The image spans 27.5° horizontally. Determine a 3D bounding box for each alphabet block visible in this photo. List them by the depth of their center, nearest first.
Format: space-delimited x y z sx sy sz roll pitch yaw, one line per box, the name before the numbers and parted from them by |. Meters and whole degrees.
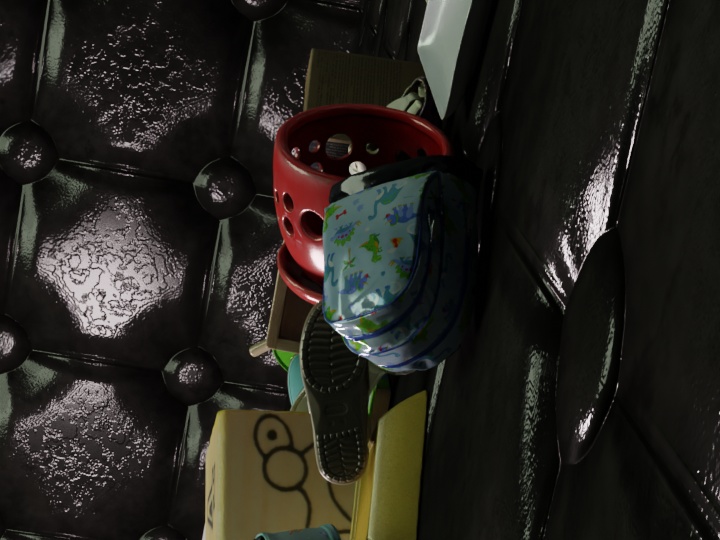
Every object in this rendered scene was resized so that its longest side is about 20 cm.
alphabet block | -0.090 0.296 1.799 0.197 0.194 0.201 116 156 -62

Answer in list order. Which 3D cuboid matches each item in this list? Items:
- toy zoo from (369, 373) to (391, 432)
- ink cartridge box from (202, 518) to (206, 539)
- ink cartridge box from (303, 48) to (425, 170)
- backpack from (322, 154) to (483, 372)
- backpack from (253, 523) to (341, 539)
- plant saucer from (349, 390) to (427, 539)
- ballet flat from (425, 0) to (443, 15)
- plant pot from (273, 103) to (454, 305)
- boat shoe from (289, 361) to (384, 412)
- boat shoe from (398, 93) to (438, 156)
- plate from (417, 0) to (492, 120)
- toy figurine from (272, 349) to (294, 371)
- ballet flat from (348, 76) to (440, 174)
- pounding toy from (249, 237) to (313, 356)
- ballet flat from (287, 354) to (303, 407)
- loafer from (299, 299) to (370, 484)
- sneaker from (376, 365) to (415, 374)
toy zoo | 0.012 0.189 1.937 0.200 0.020 0.132 -107 27 -77
ink cartridge box | -0.112 0.393 1.942 0.083 0.199 0.146 129 150 -72
ink cartridge box | 0.004 -0.201 1.942 0.201 0.164 0.075 -86 6 -49
backpack | 0.036 -0.003 1.393 0.154 0.162 0.201 21 -119 -57
backpack | -0.043 0.355 1.468 0.176 0.152 0.201 104 148 -54
plant saucer | 0.024 0.253 1.583 0.200 0.048 0.201 110 168 -59
ballet flat | 0.097 -0.355 1.824 0.200 0.069 0.070 -95 16 -67
plant pot | 0.001 -0.065 1.646 0.201 0.199 0.184 -90 1 -58
boat shoe | -0.015 0.126 1.826 0.200 0.073 0.062 -48 17 24
boat shoe | 0.056 -0.136 1.798 0.063 0.072 0.201 107 175 -68
plate | 0.111 -0.295 1.638 0.200 0.032 0.201 -100 20 -58
toy figurine | -0.020 0.073 2.116 0.201 0.149 0.185 69 -145 -49
ballet flat | 0.031 -0.149 1.745 0.200 0.071 0.069 -54 47 17
pounding toy | -0.046 0.044 1.916 0.142 0.183 0.201 -77 -2 -81
ballet flat | -0.052 0.208 2.046 0.068 0.068 0.201 -5 -102 -75
loafer | -0.027 0.129 1.588 0.068 0.075 0.202 91 177 -82
sneaker | 0.063 0.017 1.564 0.089 0.075 0.201 -57 -16 -59
